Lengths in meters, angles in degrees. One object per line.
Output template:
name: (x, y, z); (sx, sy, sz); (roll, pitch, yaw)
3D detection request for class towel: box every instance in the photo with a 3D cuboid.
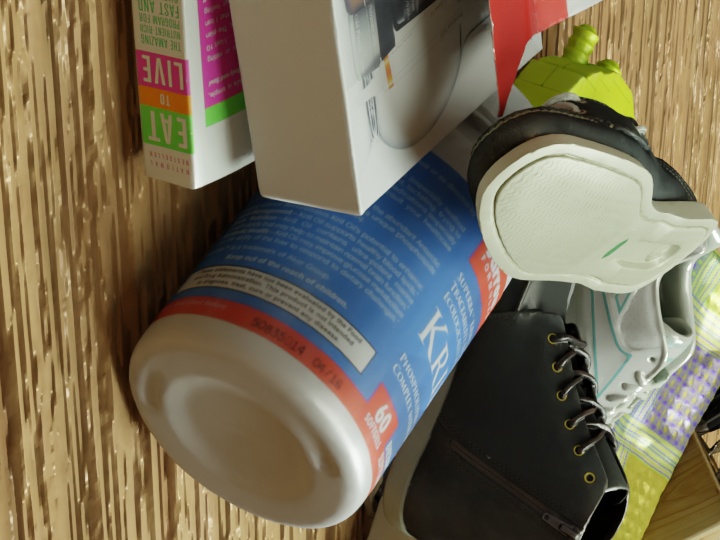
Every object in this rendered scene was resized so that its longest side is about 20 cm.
towel: (0.156, 0.069, 1.232); (0.144, 0.023, 0.201); (41, 75, -43)

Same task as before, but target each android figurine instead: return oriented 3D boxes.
android figurine: (0.088, -0.029, 1.126); (0.201, 0.041, 0.182); (-67, 152, -7)

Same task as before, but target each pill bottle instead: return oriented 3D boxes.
pill bottle: (0.000, 0.000, 0.908); (0.200, 0.112, 0.113); (-54, 148, -34)

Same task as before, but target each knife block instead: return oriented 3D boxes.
knife block: (0.193, 0.151, 1.300); (0.201, 0.175, 0.064); (-67, 152, -12)

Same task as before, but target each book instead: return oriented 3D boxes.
book: (-0.039, -0.147, 0.824); (0.134, 0.048, 0.201); (-37, 134, -49)

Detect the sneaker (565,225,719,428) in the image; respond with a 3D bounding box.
sneaker: (0.123, 0.046, 1.114); (0.070, 0.080, 0.201); (-15, 125, -63)

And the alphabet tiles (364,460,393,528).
alphabet tiles: (0.045, 0.069, 1.155); (0.167, 0.008, 0.201); (-56, 149, -33)

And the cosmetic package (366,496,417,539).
cosmetic package: (0.029, 0.224, 1.130); (0.103, 0.073, 0.201); (12, 97, -62)

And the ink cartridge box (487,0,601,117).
ink cartridge box: (0.084, -0.177, 0.841); (0.200, 0.050, 0.162); (-71, 157, -53)

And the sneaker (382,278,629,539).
sneaker: (0.097, 0.051, 1.043); (0.075, 0.106, 0.201); (17, 95, -62)

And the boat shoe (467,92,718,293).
boat shoe: (0.085, -0.038, 0.884); (0.072, 0.068, 0.200); (-35, 162, 17)

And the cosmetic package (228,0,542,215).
cosmetic package: (0.008, -0.145, 0.819); (0.151, 0.051, 0.201); (-46, 137, -46)
